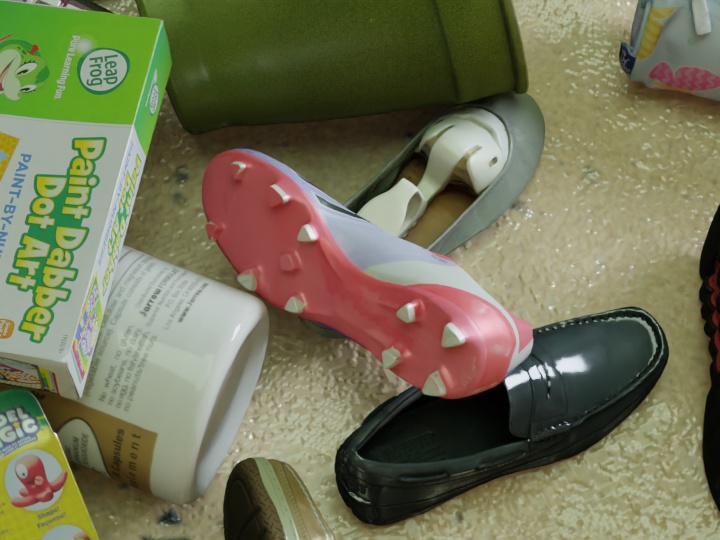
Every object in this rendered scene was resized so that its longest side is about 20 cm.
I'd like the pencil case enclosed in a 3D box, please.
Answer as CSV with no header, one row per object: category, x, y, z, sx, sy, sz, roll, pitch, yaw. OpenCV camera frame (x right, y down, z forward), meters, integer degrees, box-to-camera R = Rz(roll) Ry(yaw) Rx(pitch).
pencil case,0.253,-0.132,1.193,0.198,0.091,0.084,15,63,4

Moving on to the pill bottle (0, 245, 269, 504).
pill bottle,-0.157,0.034,1.075,0.199,0.115,0.115,21,64,8

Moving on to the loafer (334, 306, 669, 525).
loafer,0.078,0.072,1.091,0.199,0.071,0.068,-25,67,-14

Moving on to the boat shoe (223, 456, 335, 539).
boat shoe,-0.009,0.185,1.040,0.076,0.072,0.201,-11,71,-24

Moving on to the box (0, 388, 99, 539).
box,-0.174,0.167,0.991,0.117,0.048,0.201,-22,94,-24

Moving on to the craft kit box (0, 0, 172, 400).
craft kit box,-0.211,-0.046,1.031,0.196,0.049,0.201,9,62,5

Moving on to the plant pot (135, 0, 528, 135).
plant pot,-0.027,-0.164,1.153,0.191,0.201,0.202,-19,65,1

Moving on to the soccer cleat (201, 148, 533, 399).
soccer cleat,0.000,0.000,1.073,0.199,0.067,0.076,34,25,27

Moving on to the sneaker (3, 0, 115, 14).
sneaker,-0.202,-0.179,1.122,0.198,0.076,0.116,17,64,-11

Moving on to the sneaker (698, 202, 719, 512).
sneaker,0.231,0.050,1.108,0.086,0.074,0.202,5,63,-2

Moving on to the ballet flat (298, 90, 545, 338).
ballet flat,0.038,-0.042,1.151,0.067,0.064,0.200,38,67,16
